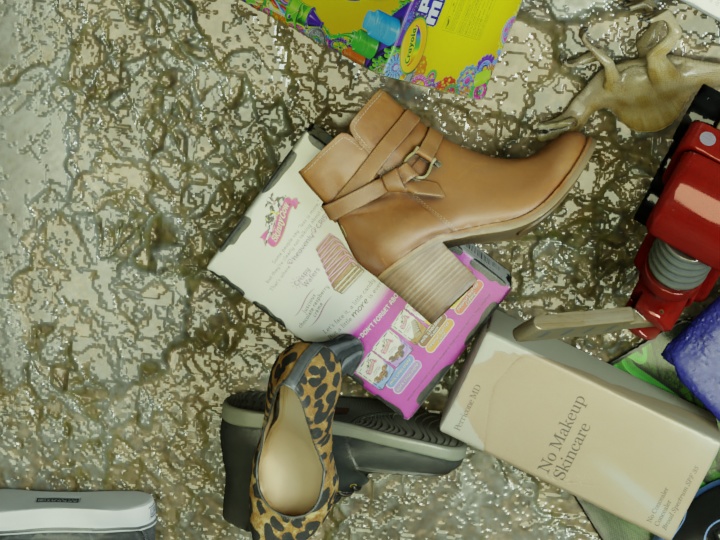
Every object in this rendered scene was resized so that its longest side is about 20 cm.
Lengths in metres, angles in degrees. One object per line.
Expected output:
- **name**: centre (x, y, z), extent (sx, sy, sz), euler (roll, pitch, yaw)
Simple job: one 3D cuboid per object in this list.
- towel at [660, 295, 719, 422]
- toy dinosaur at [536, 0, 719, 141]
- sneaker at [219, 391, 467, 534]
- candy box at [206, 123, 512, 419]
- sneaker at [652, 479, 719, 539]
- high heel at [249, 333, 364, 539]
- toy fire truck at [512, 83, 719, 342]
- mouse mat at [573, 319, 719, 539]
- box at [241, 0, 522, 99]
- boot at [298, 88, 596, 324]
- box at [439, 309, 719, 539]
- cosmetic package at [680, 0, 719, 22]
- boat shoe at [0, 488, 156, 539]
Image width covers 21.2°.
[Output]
- **towel**: centre (0.345, 0.048, 1.452), extent (0.200, 0.050, 0.148), euler (-42, 94, 10)
- **toy dinosaur**: centre (0.226, -0.153, 1.462), extent (0.199, 0.058, 0.102), euler (-11, 115, 15)
- **sneaker**: centre (-0.014, 0.161, 1.534), extent (0.199, 0.075, 0.107), euler (7, 106, 14)
- **candy box**: centre (0.000, 0.000, 1.500), extent (0.200, 0.061, 0.137), euler (37, 101, -4)
- **sneaker**: centre (0.318, 0.192, 1.495), extent (0.199, 0.078, 0.070), euler (-29, 98, 10)
- **high heel**: centre (-0.059, 0.143, 1.425), extent (0.071, 0.142, 0.201), euler (21, 99, 13)
- **toy fire truck**: centre (0.216, -0.015, 1.386), extent (0.128, 0.176, 0.200), euler (29, 62, 8)
- **mouse mat**: centre (0.249, 0.158, 1.538), extent (0.160, 0.008, 0.201), euler (-32, 96, 10)
- **box**: centre (0.023, -0.255, 1.373), extent (0.192, 0.122, 0.201), euler (31, 105, 37)
- **boot**: centre (0.066, -0.077, 1.441), extent (0.200, 0.077, 0.155), euler (-42, 86, -8)
- **box**: centre (0.170, 0.118, 1.494), extent (0.199, 0.078, 0.095), euler (24, 104, 1)
- **cosmetic package**: centre (0.228, -0.242, 1.410), extent (0.199, 0.101, 0.072), euler (29, 103, 0)
- **boat shoe**: centre (-0.265, 0.218, 1.568), extent (0.199, 0.072, 0.068), euler (-1, 100, -2)
